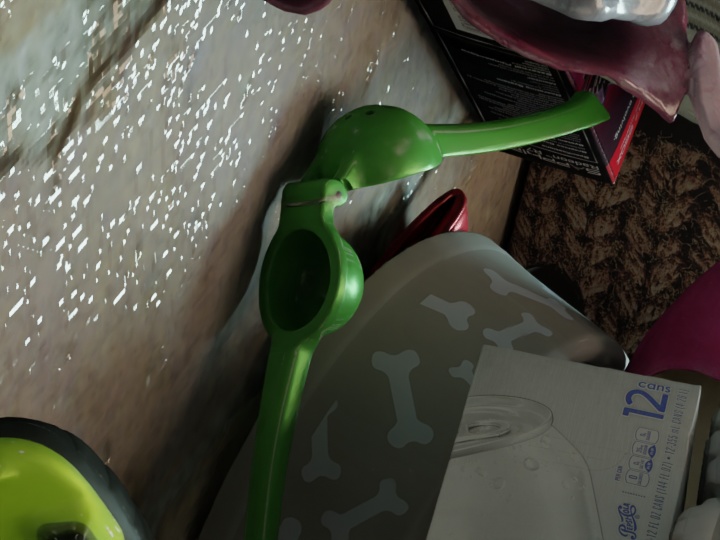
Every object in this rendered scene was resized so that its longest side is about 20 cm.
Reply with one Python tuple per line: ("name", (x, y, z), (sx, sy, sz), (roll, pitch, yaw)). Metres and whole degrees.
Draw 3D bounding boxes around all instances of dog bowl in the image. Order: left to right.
("dog bowl", (0.019, 0.089, 0.869), (0.200, 0.059, 0.200), (-47, 151, -36))

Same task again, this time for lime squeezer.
("lime squeezer", (0.000, 0.000, 0.782), (0.200, 0.038, 0.071), (-55, 137, -29))

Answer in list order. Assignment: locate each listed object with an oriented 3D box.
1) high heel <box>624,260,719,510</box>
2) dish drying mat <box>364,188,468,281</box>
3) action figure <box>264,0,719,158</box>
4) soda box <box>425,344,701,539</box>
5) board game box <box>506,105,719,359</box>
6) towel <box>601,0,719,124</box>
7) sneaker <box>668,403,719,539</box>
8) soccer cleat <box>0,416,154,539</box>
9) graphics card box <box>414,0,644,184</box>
("high heel", (0.081, 0.078, 0.832), (0.200, 0.067, 0.096), (-56, 169, 13))
("dish drying mat", (0.014, 0.064, 0.933), (0.077, 0.018, 0.200), (-53, 154, -33))
("action figure", (0.032, -0.109, 0.603), (0.134, 0.149, 0.200), (-63, -169, -1))
("soda box", (0.039, 0.114, 0.706), (0.068, 0.063, 0.200), (91, 13, -45))
("board game box", (0.137, 0.016, 1.021), (0.097, 0.159, 0.201), (-23, 129, -65))
("towel", (0.067, -0.124, 0.633), (0.034, 0.200, 0.193), (-19, 116, -15))
("sneaker", (0.127, 0.084, 0.743), (0.200, 0.082, 0.075), (-48, 146, -70))
("soccer cleat", (-0.070, 0.101, 0.669), (0.081, 0.067, 0.200), (-103, 180, -50))
("graphics card box", (0.066, -0.117, 0.856), (0.126, 0.051, 0.200), (-67, 161, -11))
